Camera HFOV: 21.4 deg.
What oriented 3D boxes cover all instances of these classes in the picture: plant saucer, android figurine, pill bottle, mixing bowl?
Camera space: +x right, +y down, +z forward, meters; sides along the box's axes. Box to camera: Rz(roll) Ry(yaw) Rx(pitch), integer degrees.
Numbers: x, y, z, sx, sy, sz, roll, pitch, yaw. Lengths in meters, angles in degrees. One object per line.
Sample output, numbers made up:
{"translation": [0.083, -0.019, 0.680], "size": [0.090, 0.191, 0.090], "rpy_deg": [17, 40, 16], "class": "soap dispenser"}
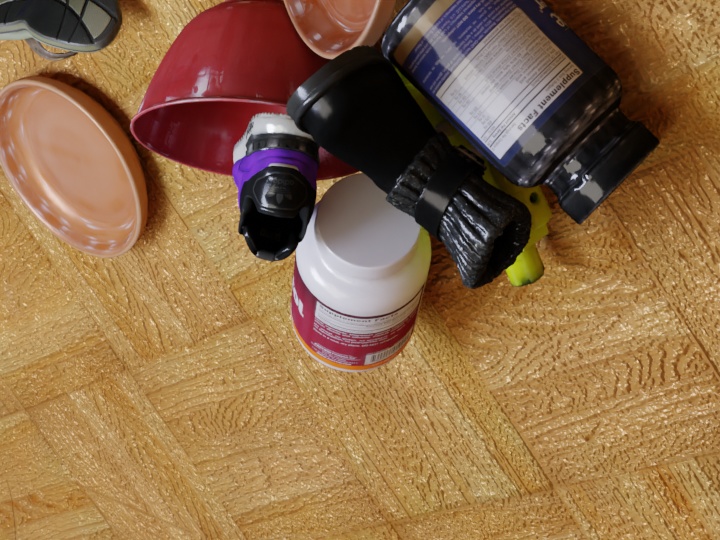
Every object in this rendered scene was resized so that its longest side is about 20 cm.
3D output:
{"translation": [-0.281, -0.106, 1.878], "size": [0.200, 0.037, 0.201], "rpy_deg": [27, 139, 27], "class": "plant saucer"}
{"translation": [0.080, -0.081, 1.521], "size": [0.182, 0.041, 0.201], "rpy_deg": [15, 135, 54], "class": "android figurine"}
{"translation": [0.119, -0.133, 1.396], "size": [0.200, 0.112, 0.112], "rpy_deg": [45, 143, 4], "class": "pill bottle"}
{"translation": [0.000, 0.000, 1.590], "size": [0.113, 0.113, 0.200], "rpy_deg": [39, 158, 12], "class": "pill bottle"}
{"translation": [-0.081, -0.153, 1.546], "size": [0.199, 0.109, 0.200], "rpy_deg": [6, 165, 2], "class": "mixing bowl"}
{"translation": [-0.013, -0.259, 1.418], "size": [0.200, 0.032, 0.201], "rpy_deg": [28, 121, 60], "class": "plant saucer"}

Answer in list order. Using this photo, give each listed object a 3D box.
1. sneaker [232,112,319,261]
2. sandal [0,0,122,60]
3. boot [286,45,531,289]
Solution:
{"translation": [-0.071, -0.054, 1.502], "size": [0.069, 0.100, 0.200], "rpy_deg": [6, 169, -3], "class": "sneaker"}
{"translation": [-0.282, -0.228, 1.752], "size": [0.200, 0.080, 0.057], "rpy_deg": [13, 148, 46], "class": "sandal"}
{"translation": [0.043, -0.073, 1.387], "size": [0.079, 0.211, 0.158], "rpy_deg": [-43, 69, 11], "class": "boot"}
